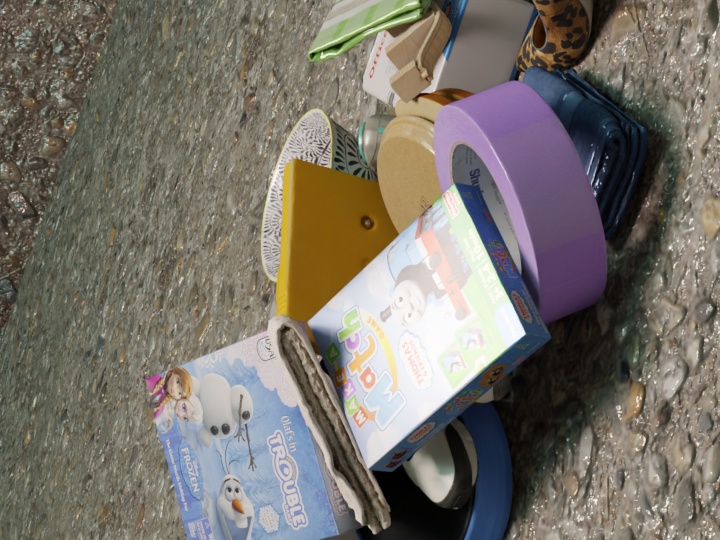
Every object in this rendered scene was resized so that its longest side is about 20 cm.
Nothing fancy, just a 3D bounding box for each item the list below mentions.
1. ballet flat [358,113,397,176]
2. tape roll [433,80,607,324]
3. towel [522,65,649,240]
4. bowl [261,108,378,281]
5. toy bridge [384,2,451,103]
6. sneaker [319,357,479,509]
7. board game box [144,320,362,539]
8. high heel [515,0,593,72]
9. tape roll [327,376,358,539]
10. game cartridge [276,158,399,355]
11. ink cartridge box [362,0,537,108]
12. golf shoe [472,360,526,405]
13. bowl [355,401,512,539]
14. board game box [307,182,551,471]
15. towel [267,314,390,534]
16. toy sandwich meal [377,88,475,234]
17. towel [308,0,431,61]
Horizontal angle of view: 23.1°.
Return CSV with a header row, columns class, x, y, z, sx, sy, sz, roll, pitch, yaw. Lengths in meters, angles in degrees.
class,x,y,z,sx,sy,sz,roll,pitch,yaw
ballet flat,0.047,-0.109,1.835,0.200,0.063,0.068,48,-136,-72
tape roll,0.131,-0.054,1.480,0.200,0.065,0.202,160,90,-77
towel,0.186,-0.103,1.533,0.200,0.048,0.113,-126,49,-62
bowl,-0.033,-0.075,2.005,0.201,0.093,0.203,-166,90,-70
toy bridge,0.056,-0.223,1.701,0.067,0.027,0.200,-37,23,15
sneaker,0.030,0.133,1.544,0.200,0.080,0.074,52,123,38
board game box,-0.106,0.172,1.688,0.198,0.043,0.202,-23,82,39
high heel,0.150,-0.247,1.585,0.200,0.141,0.072,136,142,-54
tape roll,-0.083,0.210,1.833,0.202,0.138,0.205,-3,86,61
game cartridge,0.000,0.000,1.760,0.032,0.175,0.202,-41,39,53
ink cartridge box,0.087,-0.226,1.809,0.200,0.085,0.148,-137,64,-67
golf shoe,0.065,0.055,1.545,0.200,0.094,0.078,-137,37,-58
bowl,0.056,0.188,1.600,0.200,0.039,0.203,-6,83,51
board game box,0.052,0.049,1.458,0.200,0.036,0.152,-44,56,32
towel,-0.031,0.132,1.551,0.201,0.034,0.133,64,174,-4
toy sandwich meal,0.089,-0.078,1.678,0.205,0.070,0.206,44,151,32
towel,0.035,-0.288,1.787,0.148,0.031,0.201,-21,29,35
